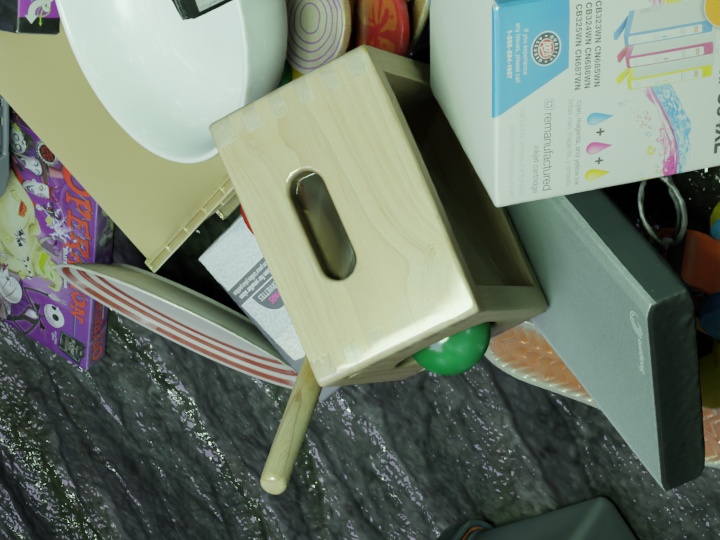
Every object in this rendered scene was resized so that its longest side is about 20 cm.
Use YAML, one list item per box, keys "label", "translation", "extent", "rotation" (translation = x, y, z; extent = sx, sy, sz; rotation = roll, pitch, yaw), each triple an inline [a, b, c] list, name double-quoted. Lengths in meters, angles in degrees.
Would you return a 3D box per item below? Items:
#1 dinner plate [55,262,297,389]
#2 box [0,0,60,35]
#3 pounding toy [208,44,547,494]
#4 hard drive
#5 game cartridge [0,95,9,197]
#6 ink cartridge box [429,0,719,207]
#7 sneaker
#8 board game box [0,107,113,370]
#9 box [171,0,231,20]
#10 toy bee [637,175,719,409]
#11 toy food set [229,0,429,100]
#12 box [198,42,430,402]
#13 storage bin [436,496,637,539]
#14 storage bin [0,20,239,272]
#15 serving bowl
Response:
- label: "dinner plate"
  translation: [-0.119, 0.033, 1.778]
  extent: [0.199, 0.024, 0.200]
  rotation: [23, 172, 4]
- label: "box"
  translation: [-0.237, -0.256, 1.636]
  extent: [0.143, 0.036, 0.202]
  rotation: [13, 102, 54]
- label: "pounding toy"
  translation: [0.000, 0.000, 1.414]
  extent: [0.142, 0.184, 0.201]
  rotation: [-26, 81, 16]
- label: "hard drive"
  translation: [0.132, 0.011, 1.439]
  extent: [0.200, 0.033, 0.140]
  rotation: [-126, 20, -47]
- label: "game cartridge"
  translation: [-0.299, -0.161, 1.819]
  extent: [0.133, 0.040, 0.201]
  rotation: [36, 136, 33]
- label: "ink cartridge box"
  translation: [0.148, -0.135, 1.371]
  extent: [0.125, 0.199, 0.129]
  rotation: [-114, 17, -51]
- label: "sneaker"
  translation: [0.173, 0.050, 1.585]
  extent: [0.199, 0.080, 0.071]
  rotation: [27, 140, -8]
- label: "board game box"
  translation: [-0.238, -0.030, 1.898]
  extent: [0.120, 0.032, 0.201]
  rotation: [25, 133, 18]
- label: "box"
  translation: [-0.041, -0.245, 1.359]
  extent: [0.161, 0.199, 0.044]
  rotation: [61, 175, 25]
- label: "toy bee"
  translation: [0.199, 0.001, 1.477]
  extent: [0.108, 0.131, 0.200]
  rotation: [-16, 123, 47]
- label: "toy food set"
  translation: [-0.023, -0.191, 1.522]
  extent: [0.200, 0.048, 0.199]
  rotation: [-33, 68, 42]
- label: "box"
  translation: [0.009, -0.030, 1.622]
  extent: [0.132, 0.115, 0.200]
  rotation: [48, 138, -1]
- label: "storage bin"
  translation: [0.141, 0.256, 1.719]
  extent: [0.134, 0.146, 0.201]
  rotation: [-29, 100, 37]
- label: "storage bin"
  translation: [-0.135, -0.136, 1.683]
  extent: [0.200, 0.094, 0.198]
  rotation: [49, 138, 1]
- label: "serving bowl"
  translation: [-0.105, -0.168, 1.511]
  extent: [0.200, 0.066, 0.201]
  rotation: [31, 133, 40]
